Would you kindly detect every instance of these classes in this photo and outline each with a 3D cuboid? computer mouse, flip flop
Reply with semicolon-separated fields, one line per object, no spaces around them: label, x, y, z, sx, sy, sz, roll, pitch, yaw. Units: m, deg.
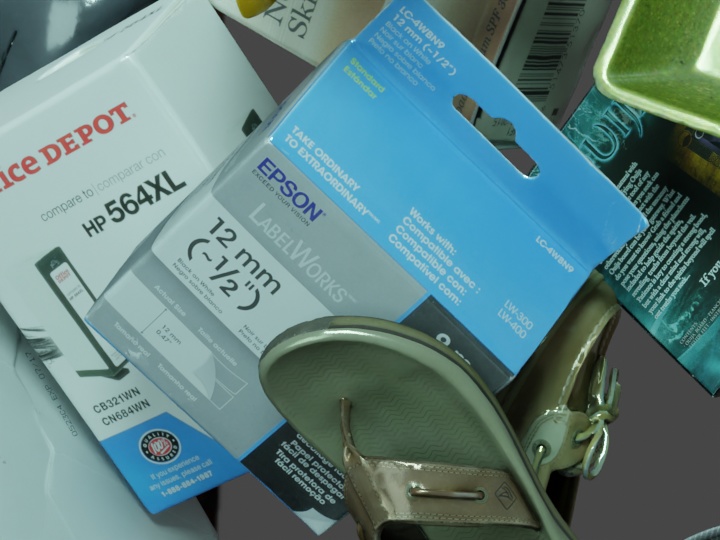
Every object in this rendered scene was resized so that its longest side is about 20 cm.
computer mouse;-0.166;-0.092;1.334;0.138;0.053;0.201;37;112;27
flip flop;0.033;0.102;1.078;0.081;0.058;0.200;-28;104;31

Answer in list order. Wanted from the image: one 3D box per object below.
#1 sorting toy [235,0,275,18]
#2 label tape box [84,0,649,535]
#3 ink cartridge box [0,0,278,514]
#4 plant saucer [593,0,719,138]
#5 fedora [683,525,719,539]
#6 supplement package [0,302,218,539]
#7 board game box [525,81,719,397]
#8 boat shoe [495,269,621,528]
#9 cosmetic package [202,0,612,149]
sorting toy;0.033;-0.184;1.088;0.179;0.107;0.201;-2;49;3
label tape box;0.000;0.000;1.104;0.143;0.066;0.200;44;126;-7
ink cartridge box;-0.088;-0.008;1.225;0.146;0.084;0.200;-26;106;32
plant saucer;0.221;-0.126;1.051;0.199;0.048;0.200;22;86;22
fedora;0.170;0.196;1.109;0.199;0.090;0.178;-2;92;33
supplement package;-0.218;0.115;1.305;0.200;0.147;0.192;-39;77;35
board game box;0.168;-0.064;1.132;0.135;0.028;0.200;46;116;22
boat shoe;0.082;0.091;1.178;0.063;0.073;0.201;28;120;18
cosmetic package;0.008;-0.143;1.197;0.200;0.087;0.104;30;109;28
